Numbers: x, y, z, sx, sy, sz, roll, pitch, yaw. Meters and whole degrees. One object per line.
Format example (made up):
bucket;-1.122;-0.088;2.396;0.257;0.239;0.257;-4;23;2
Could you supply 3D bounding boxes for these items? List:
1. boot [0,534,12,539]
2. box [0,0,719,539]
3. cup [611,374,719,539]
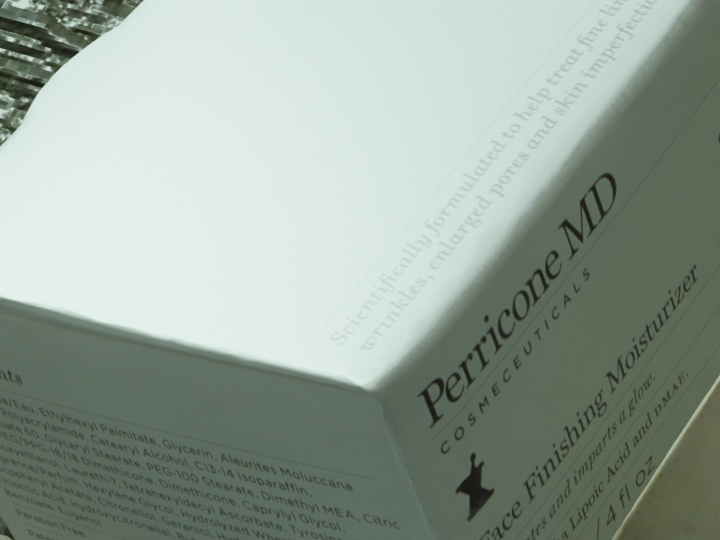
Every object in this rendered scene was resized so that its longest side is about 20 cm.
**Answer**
boot;-0.156;0.176;0.896;0.200;0.070;0.146;-31;46;-4
box;0.000;0.000;0.874;0.200;0.131;0.199;12;49;38
cup;0.167;0.064;0.794;0.143;0.200;0.200;35;72;10
